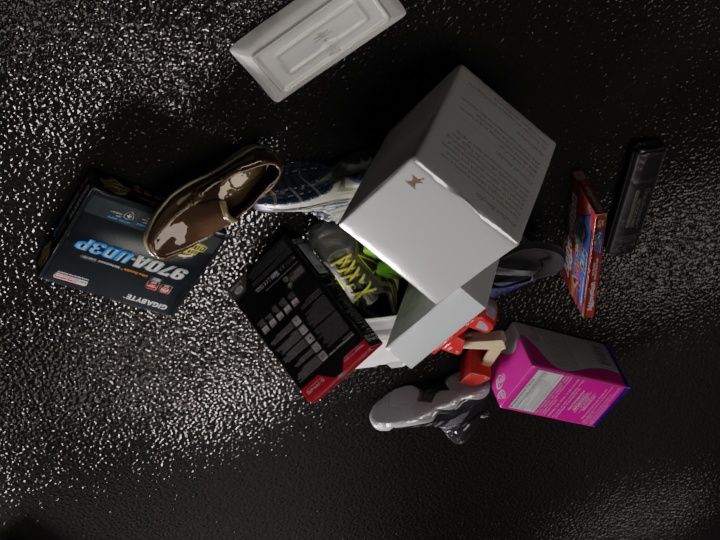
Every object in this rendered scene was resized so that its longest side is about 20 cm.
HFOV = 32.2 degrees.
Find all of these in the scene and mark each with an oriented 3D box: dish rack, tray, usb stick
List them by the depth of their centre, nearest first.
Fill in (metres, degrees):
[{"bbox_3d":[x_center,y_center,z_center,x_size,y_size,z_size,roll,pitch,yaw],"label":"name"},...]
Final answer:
[{"bbox_3d":[-0.049,-0.285,1.502,0.200,0.022,0.107,-33,134,12],"label":"tray"},{"bbox_3d":[0.021,0.111,1.809,0.171,0.044,0.200,-7,165,-14],"label":"dish rack"},{"bbox_3d":[0.399,-0.104,1.816,0.055,0.033,0.200,-11,134,-19],"label":"usb stick"}]

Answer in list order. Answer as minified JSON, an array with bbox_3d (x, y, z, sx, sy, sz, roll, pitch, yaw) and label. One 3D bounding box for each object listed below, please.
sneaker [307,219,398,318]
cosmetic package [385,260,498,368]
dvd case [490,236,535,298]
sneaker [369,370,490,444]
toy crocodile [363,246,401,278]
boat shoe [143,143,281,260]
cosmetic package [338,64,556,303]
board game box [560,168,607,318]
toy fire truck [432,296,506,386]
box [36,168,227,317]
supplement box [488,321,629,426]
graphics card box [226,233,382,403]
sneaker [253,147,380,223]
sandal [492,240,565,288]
[{"bbox_3d":[0.000,0.000,1.732,0.074,0.085,0.200,-31,135,19],"label":"sneaker"},{"bbox_3d":[0.117,0.018,1.652,0.052,0.200,0.151,37,127,-11],"label":"cosmetic package"},{"bbox_3d":[0.170,-0.023,1.793,0.142,0.018,0.200,-26,138,31],"label":"dvd case"},{"bbox_3d":[0.117,0.236,1.999,0.199,0.076,0.114,-18,133,-5],"label":"sneaker"},{"bbox_3d":[0.048,-0.035,1.675,0.062,0.068,0.200,9,164,16],"label":"toy crocodile"},{"bbox_3d":[-0.184,-0.083,1.564,0.202,0.075,0.075,-42,124,-5],"label":"boat shoe"},{"bbox_3d":[0.109,-0.107,1.536,0.167,0.200,0.166,39,136,-12],"label":"cosmetic package"},{"bbox_3d":[0.321,-0.038,1.800,0.019,0.103,0.200,-9,133,-7],"label":"board game box"},{"bbox_3d":[0.167,0.102,1.873,0.141,0.049,0.200,20,147,-19],"label":"toy fire truck"},{"bbox_3d":[-0.299,-0.032,1.630,0.200,0.046,0.159,20,121,-33],"label":"box"},{"bbox_3d":[0.310,0.166,1.985,0.200,0.101,0.103,16,125,-29],"label":"supplement box"},{"bbox_3d":[-0.077,0.064,1.699,0.125,0.200,0.051,-43,168,21],"label":"graphics card box"},{"bbox_3d":[-0.046,-0.095,1.643,0.199,0.077,0.085,-10,138,-10],"label":"sneaker"},{"bbox_3d":[0.195,0.004,1.778,0.200,0.043,0.076,-9,143,11],"label":"sandal"}]
